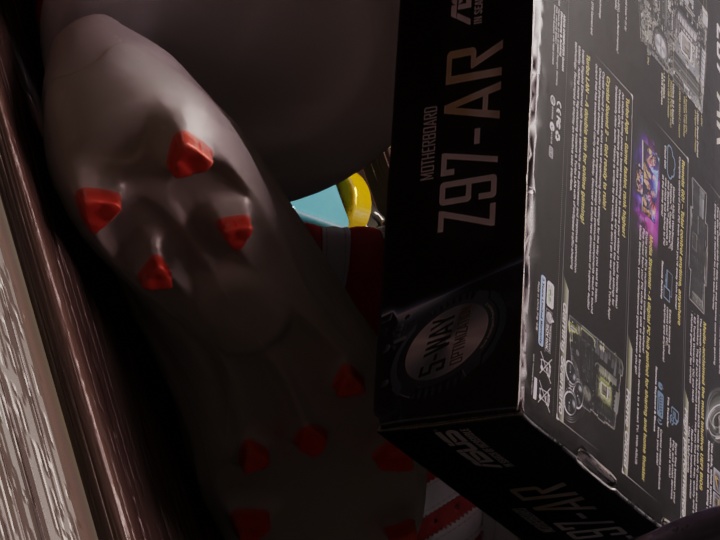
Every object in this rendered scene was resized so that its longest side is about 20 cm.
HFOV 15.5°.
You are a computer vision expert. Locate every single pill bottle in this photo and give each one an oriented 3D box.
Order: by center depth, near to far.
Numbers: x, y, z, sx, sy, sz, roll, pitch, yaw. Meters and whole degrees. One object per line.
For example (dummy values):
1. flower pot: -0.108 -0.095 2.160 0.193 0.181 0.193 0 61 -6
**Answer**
1. pill bottle: -0.049 -0.122 0.826 0.200 0.119 0.120 -106 175 -51

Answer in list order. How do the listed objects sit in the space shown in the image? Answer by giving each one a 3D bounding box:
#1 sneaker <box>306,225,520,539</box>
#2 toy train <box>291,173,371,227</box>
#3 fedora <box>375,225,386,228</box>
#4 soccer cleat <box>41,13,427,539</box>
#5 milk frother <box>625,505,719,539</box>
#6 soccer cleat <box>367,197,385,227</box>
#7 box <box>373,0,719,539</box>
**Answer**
1. sneaker: -0.003 0.080 0.850 0.071 0.112 0.201 -134 -128 -77
2. toy train: 0.000 0.000 0.981 0.200 0.056 0.150 52 25 -9
3. fedora: 0.025 0.080 1.124 0.177 0.090 0.200 68 -4 -67
4. soccer cleat: -0.033 0.012 0.753 0.078 0.069 0.200 -112 177 -53
5. milk frother: 0.079 0.168 0.624 0.201 0.180 0.188 64 -2 8
6. soccer cleat: -0.042 -0.033 1.143 0.084 0.065 0.200 40 4 6
7. box: 0.064 -0.023 0.762 0.160 0.043 0.201 39 49 -54
